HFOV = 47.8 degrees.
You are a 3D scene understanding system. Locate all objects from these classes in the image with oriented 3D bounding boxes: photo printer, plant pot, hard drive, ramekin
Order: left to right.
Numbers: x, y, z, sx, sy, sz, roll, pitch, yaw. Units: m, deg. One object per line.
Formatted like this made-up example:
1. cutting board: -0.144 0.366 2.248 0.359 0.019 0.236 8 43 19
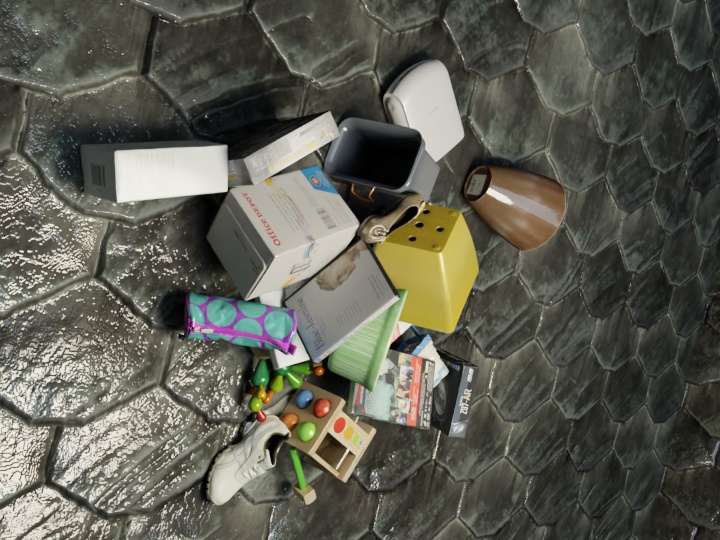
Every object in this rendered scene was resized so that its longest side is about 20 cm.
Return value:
1. hard drive: -0.132 0.073 1.526 0.132 0.026 0.201 -11 83 -43
2. ramekin: 0.011 0.116 1.520 0.200 0.097 0.201 19 90 -86
3. plant pot: 0.119 -0.025 1.623 0.177 0.199 0.200 86 25 -43
4. photo printer: 0.132 -0.331 1.709 0.166 0.069 0.200 -41 127 -30
5. plant pot: 0.344 -0.167 1.913 0.200 0.187 0.188 22 86 -31

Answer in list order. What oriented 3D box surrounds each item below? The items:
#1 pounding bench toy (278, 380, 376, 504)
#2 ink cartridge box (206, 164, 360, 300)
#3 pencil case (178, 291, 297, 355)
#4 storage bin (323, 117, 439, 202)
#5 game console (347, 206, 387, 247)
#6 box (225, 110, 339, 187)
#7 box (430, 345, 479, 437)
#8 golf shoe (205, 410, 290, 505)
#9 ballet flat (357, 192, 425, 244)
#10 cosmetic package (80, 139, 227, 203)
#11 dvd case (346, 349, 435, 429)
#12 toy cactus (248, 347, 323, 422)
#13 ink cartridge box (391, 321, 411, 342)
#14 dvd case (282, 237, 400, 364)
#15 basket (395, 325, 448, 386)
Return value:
1. pounding bench toy: -0.098 0.350 1.628 0.200 0.124 0.156 -57 133 -17
2. ink cartridge box: -0.137 -0.067 1.421 0.200 0.147 0.145 -21 159 -40
3. pencil case: -0.210 0.094 1.414 0.199 0.093 0.085 10 120 -14
4. storage bin: 0.050 -0.195 1.586 0.134 0.199 0.146 29 81 -55
5. game console: 0.000 0.000 1.598 0.116 0.176 0.200 43 44 -12
6. box: -0.157 -0.204 1.386 0.200 0.158 0.048 -37 114 -33
7. box: 0.183 0.267 1.835 0.043 0.200 0.161 10 95 -25
8. golf shoe: -0.211 0.363 1.539 0.200 0.097 0.078 -56 135 -16
9. ballet flat: 0.066 -0.091 1.479 0.200 0.046 0.068 -29 148 -51
10. cosmetic package: -0.318 -0.159 1.274 0.200 0.113 0.081 -14 111 -44
11. dvd case: 0.066 0.235 1.649 0.199 0.022 0.147 17 71 -34
12. toy cactus: -0.162 0.175 1.551 0.200 0.102 0.165 -46 120 -16
13. ink cartridge box: 0.077 0.061 1.727 0.200 0.116 0.068 -39 132 -31
14. dvd case: -0.038 0.052 1.442 0.200 0.143 0.018 -39 148 15
15. basket: 0.075 0.193 1.765 0.176 0.139 0.200 -39 99 -28
